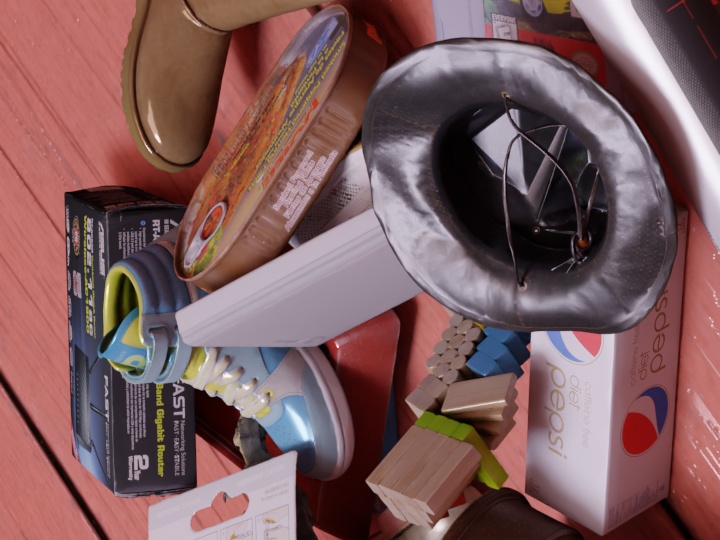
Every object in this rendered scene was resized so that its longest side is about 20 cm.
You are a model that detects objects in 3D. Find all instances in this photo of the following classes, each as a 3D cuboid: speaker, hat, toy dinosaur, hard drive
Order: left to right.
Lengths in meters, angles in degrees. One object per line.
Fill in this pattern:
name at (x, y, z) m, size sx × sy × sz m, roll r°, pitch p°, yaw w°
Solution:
toy dinosaur at (-0.053, 0.179, 1.796) m, size 0.200 × 0.047 × 0.088 m, roll 53°, pitch 123°, yaw 34°
hard drive at (0.000, 0.000, 1.660) m, size 0.199 × 0.131 × 0.026 m, roll -28°, pitch 71°, yaw 37°
hat at (0.100, -0.060, 1.500) m, size 0.200 × 0.081 × 0.202 m, roll 20°, pitch 131°, yaw 25°
speaker at (0.181, -0.105, 1.445) m, size 0.081 × 0.081 × 0.201 m, roll -22°, pitch 101°, yaw 52°

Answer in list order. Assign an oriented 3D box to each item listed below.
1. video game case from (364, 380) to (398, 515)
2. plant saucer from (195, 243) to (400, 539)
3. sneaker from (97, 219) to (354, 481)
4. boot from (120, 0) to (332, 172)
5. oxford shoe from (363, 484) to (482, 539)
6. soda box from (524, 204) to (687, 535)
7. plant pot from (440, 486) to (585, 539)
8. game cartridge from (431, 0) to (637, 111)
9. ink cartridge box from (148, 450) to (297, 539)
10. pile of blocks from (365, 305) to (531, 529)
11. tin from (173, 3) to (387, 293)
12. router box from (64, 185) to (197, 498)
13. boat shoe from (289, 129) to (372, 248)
video game case at (-0.049, 0.079, 1.889) m, size 0.199 × 0.018 × 0.144 m, roll 19°, pitch 123°, yaw 43°
plant saucer at (-0.064, 0.069, 1.858) m, size 0.200 × 0.037 × 0.201 m, roll 34°, pitch 133°, yaw 33°
sneaker at (-0.097, 0.066, 1.761) m, size 0.201 × 0.130 × 0.080 m, roll 58°, pitch 141°, yaw 9°
boot at (-0.073, -0.163, 1.716) m, size 0.199 × 0.066 × 0.177 m, roll -12°, pitch 77°, yaw 52°
oxford shoe at (0.028, 0.206, 1.825) m, size 0.074 × 0.071 × 0.200 m, roll 52°, pitch 141°, yaw 11°
soda box at (0.144, 0.051, 1.610) m, size 0.068 × 0.063 × 0.201 m, roll 26°, pitch 127°, yaw 39°
plant pot at (0.142, 0.255, 1.616) m, size 0.197 × 0.200 × 0.202 m, roll 18°, pitch 123°, yaw 24°
game cartridge at (0.113, -0.167, 1.556) m, size 0.199 × 0.041 × 0.134 m, roll 15°, pitch 116°, yaw 45°
ink cartridge box at (-0.074, 0.236, 1.772) m, size 0.162 × 0.050 × 0.201 m, roll -24°, pitch 59°, yaw 43°
pile of blocks at (0.075, 0.081, 1.632) m, size 0.082 × 0.201 × 0.062 m, roll -9°, pitch 132°, yaw 36°
tin at (-0.050, -0.073, 1.702) m, size 0.201 × 0.042 × 0.112 m, roll -57°, pitch 19°, yaw 11°
router box at (-0.162, 0.047, 1.892) m, size 0.150 × 0.062 × 0.202 m, roll -161°, pitch 68°, yaw -71°
boat shoe at (0.020, -0.059, 1.701) m, size 0.069 × 0.071 × 0.200 m, roll 51°, pitch 139°, yaw -6°
